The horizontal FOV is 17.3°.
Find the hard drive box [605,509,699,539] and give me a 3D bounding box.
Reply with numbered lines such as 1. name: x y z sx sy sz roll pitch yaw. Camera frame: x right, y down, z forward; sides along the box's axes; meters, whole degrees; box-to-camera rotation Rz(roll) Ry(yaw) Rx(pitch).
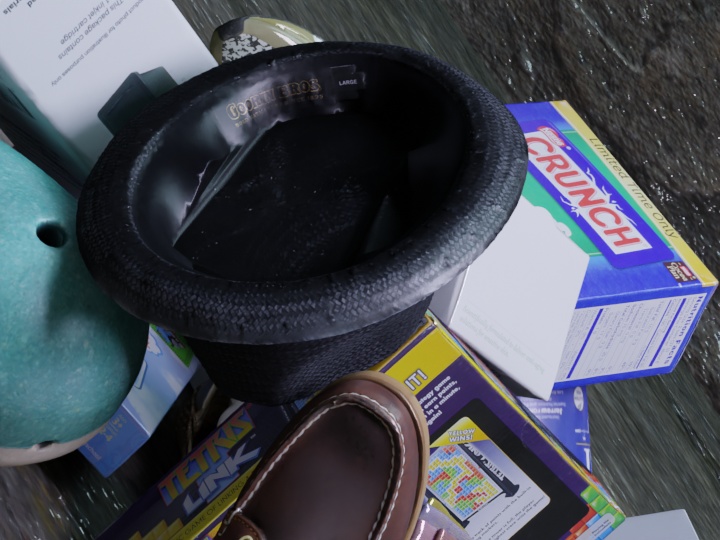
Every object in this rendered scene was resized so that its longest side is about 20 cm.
1. hard drive box: 0.182 0.274 1.443 0.156 0.077 0.200 -108 -169 -57

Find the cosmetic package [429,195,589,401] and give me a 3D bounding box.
1. cosmetic package: 0.000 0.000 1.195 0.200 0.085 0.108 7 -19 38

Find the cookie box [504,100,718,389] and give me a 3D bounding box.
1. cookie box: 0.074 -0.014 1.350 0.200 0.075 0.171 -6 45 -37

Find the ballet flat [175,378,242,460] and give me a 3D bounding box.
1. ballet flat: -0.063 0.090 1.255 0.070 0.065 0.200 14 20 -8

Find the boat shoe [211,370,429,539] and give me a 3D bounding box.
1. boat shoe: -0.036 0.135 0.972 0.070 0.200 0.070 30 17 12

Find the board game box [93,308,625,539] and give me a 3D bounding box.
1. board game box: -0.003 0.123 1.095 0.165 0.200 0.057 46 4 -33

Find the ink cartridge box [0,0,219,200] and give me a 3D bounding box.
1. ink cartridge box: -0.133 -0.097 1.116 0.147 0.083 0.200 34 -16 49

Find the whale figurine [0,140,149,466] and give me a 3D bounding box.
1. whale figurine: -0.164 -0.017 1.020 0.159 0.104 0.200 -4 59 -36

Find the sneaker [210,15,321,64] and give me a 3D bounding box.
1. sneaker: -0.029 -0.060 1.414 0.200 0.077 0.089 59 23 -26

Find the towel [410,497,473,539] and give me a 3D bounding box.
1. towel: 0.029 0.219 1.062 0.023 0.200 0.144 7 -27 49

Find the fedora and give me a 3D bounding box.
1. fedora: -0.021 -0.010 1.001 0.201 0.200 0.092 -112 -168 -50

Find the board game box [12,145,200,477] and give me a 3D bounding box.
1. board game box: -0.147 0.012 1.182 0.151 0.037 0.200 48 13 -5

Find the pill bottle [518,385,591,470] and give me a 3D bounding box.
1. pill bottle: 0.079 0.147 1.394 0.120 0.119 0.201 18 68 -70

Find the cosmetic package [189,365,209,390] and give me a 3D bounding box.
1. cosmetic package: -0.030 0.070 1.451 0.102 0.074 0.200 57 11 14
